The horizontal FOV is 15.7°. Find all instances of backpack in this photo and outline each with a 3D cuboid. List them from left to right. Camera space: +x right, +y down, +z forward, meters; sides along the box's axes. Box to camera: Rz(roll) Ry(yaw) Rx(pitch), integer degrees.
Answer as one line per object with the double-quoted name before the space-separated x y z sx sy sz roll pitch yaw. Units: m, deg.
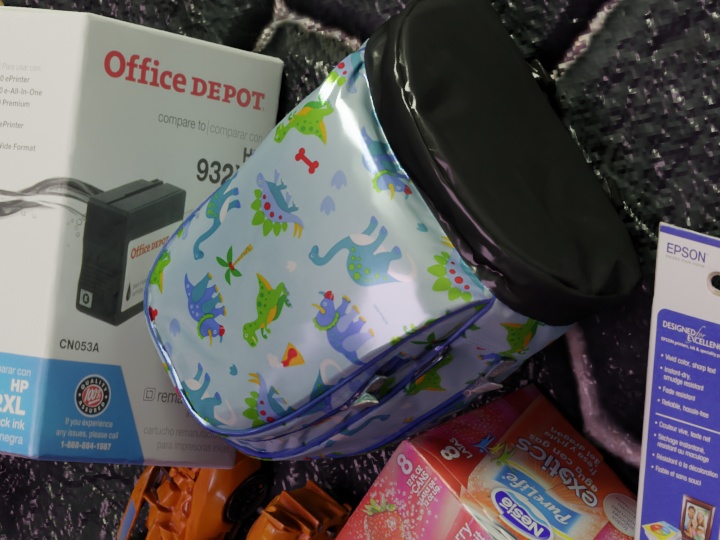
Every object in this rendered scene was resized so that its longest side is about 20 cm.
"backpack" 0.000 0.000 1.156 0.200 0.153 0.164 -45 67 47

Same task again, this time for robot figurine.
"robot figurine" -0.079 0.169 1.329 0.145 0.058 0.201 41 126 28

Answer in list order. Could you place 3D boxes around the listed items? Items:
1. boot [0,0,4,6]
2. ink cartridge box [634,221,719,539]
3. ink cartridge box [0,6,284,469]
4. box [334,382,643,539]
"boot" -0.242 -0.098 1.336 0.201 0.144 0.071 53 129 17
"ink cartridge box" 0.165 0.082 1.107 0.094 0.037 0.201 17 116 37
"ink cartridge box" -0.120 -0.013 1.219 0.083 0.145 0.201 6 88 38
"box" 0.036 0.159 1.199 0.096 0.100 0.200 47 129 20
